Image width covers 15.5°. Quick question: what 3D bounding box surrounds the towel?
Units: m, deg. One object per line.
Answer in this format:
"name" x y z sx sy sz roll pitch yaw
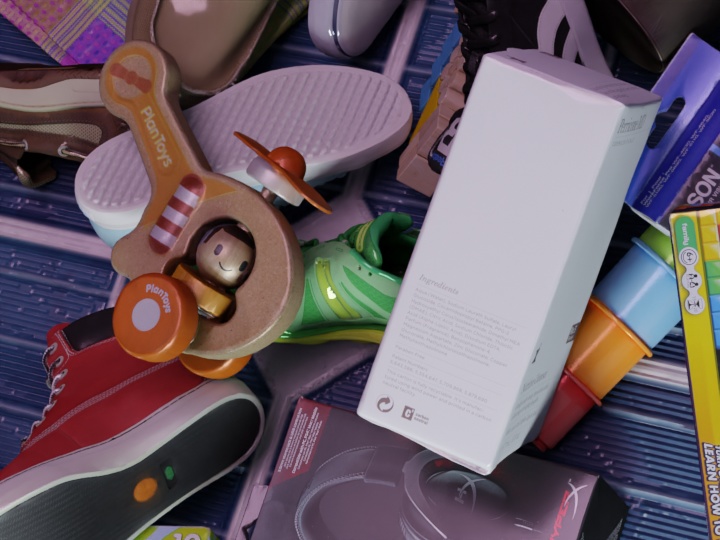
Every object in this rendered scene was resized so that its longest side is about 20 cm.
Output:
"towel" -0.133 -0.175 1.640 0.200 0.023 0.144 40 86 28

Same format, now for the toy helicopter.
"toy helicopter" -0.087 -0.047 1.448 0.132 0.079 0.200 -34 64 20

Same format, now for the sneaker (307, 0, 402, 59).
"sneaker" 0.041 -0.208 1.558 0.071 0.073 0.200 24 78 34

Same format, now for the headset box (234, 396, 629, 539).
"headset box" 0.024 0.163 1.418 0.199 0.077 0.149 14 75 23

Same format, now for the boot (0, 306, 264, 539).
"boot" -0.173 0.095 1.488 0.200 0.073 0.144 -30 42 -24

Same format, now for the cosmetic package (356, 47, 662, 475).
"cosmetic package" 0.078 -0.009 1.358 0.081 0.113 0.201 24 104 13

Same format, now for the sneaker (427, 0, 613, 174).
"sneaker" 0.072 -0.106 1.433 0.112 0.200 0.073 -39 30 -12

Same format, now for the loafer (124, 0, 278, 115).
"loafer" -0.078 -0.183 1.556 0.067 0.076 0.200 -26 40 60

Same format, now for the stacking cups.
"stacking cups" 0.157 0.016 1.443 0.200 0.060 0.060 -48 61 3

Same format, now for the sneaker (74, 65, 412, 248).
"sneaker" -0.064 -0.060 1.542 0.199 0.082 0.074 -14 60 1

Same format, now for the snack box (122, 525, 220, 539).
"snack box" -0.178 0.215 1.480 0.199 0.053 0.143 -1 62 20

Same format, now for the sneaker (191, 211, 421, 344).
"sneaker" 0.000 0.000 1.479 0.199 0.084 0.074 9 36 17

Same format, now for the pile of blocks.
"pile of blocks" 0.088 -0.130 1.528 0.062 0.082 0.200 27 90 -16

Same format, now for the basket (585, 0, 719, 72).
"basket" 0.195 -0.216 1.442 0.200 0.180 0.136 -45 41 -3

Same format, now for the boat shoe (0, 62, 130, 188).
"boat shoe" -0.207 -0.087 1.606 0.202 0.075 0.075 4 100 36

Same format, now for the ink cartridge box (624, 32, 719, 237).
"ink cartridge box" 0.228 -0.031 1.388 0.200 0.039 0.100 34 94 4

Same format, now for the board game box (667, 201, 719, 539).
"board game box" 0.251 0.057 1.335 0.165 0.057 0.201 -8 94 15
